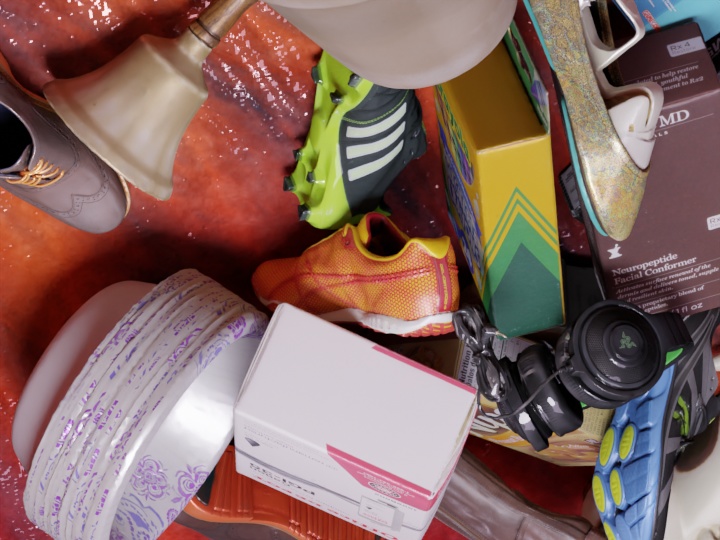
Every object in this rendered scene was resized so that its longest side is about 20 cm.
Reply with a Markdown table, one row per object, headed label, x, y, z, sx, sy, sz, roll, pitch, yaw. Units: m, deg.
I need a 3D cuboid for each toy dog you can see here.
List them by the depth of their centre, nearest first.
| label | x | y | z | sx | sy | sz | roll | pitch | yaw |
| --- | --- | --- | --- | --- | --- | --- | --- | --- | --- |
| toy dog | 0.265 | 0.174 | 1.921 | 0.199 | 0.140 | 0.194 | -27 | 121 | 7 |

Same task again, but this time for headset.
| label | x | y | z | sx | sy | sz | roll | pitch | yaw |
| --- | --- | --- | --- | --- | --- | --- | --- | --- | --- |
| headset | 0.132 | 0.056 | 1.648 | 0.123 | 0.094 | 0.200 | -33 | 166 | 33 |

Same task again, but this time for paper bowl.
| label | x | y | z | sx | sy | sz | roll | pitch | yaw |
| --- | --- | --- | --- | --- | --- | --- | --- | --- | --- |
| paper bowl | -0.153 | 0.088 | 1.683 | 0.201 | 0.104 | 0.201 | -52 | 167 | -18 |

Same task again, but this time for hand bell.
| label | x | y | z | sx | sy | sz | roll | pitch | yaw |
| --- | --- | --- | --- | --- | --- | --- | --- | --- | --- |
| hand bell | -0.091 | -0.151 | 1.552 | 0.200 | 0.104 | 0.104 | -48 | 130 | 9 |

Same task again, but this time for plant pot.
| label | x | y | z | sx | sy | sz | roll | pitch | yaw |
| --- | --- | --- | --- | --- | --- | --- | --- | --- | --- |
| plant pot | 0.013 | -0.201 | 1.457 | 0.199 | 0.201 | 0.174 | -25 | 144 | 6 |

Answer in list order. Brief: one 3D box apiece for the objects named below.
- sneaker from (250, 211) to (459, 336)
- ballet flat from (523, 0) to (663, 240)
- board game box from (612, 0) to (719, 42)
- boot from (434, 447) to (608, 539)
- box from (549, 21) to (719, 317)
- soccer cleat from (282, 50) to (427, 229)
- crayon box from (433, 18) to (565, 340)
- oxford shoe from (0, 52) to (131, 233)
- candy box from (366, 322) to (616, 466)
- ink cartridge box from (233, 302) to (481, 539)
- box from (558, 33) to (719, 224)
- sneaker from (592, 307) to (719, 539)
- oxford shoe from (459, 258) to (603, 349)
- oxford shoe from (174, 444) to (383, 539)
| label | x | y | z | sx | sy | sz | roll | pitch | yaw |
| --- | --- | --- | --- | --- | --- | --- | --- | --- | --- |
| sneaker | 0.000 | 0.000 | 1.666 | 0.073 | 0.199 | 0.078 | -3 | 93 | -39 |
| ballet flat | 0.146 | -0.119 | 1.529 | 0.070 | 0.071 | 0.201 | -18 | 93 | -1 |
| board game box | 0.232 | -0.236 | 1.586 | 0.199 | 0.047 | 0.151 | -33 | 133 | 13 |
| boot | 0.085 | 0.188 | 1.884 | 0.199 | 0.064 | 0.187 | 29 | 150 | 9 |
| box | 0.193 | -0.057 | 1.662 | 0.100 | 0.075 | 0.201 | -16 | 134 | 2 |
| soccer cleat | 0.009 | -0.106 | 1.630 | 0.081 | 0.068 | 0.201 | -7 | 141 | -25 |
| crayon box | 0.086 | -0.071 | 1.638 | 0.051 | 0.126 | 0.201 | -13 | 134 | -6 |
| oxford shoe | -0.211 | -0.071 | 1.576 | 0.071 | 0.073 | 0.200 | -36 | 133 | 15 |
| candy box | 0.110 | 0.088 | 1.803 | 0.199 | 0.056 | 0.115 | 20 | 163 | -33 |
| ink cartridge box | -0.005 | 0.109 | 1.707 | 0.146 | 0.083 | 0.200 | 23 | 164 | 5 |
| box | 0.269 | -0.077 | 1.748 | 0.193 | 0.048 | 0.200 | 29 | 119 | -34 |
| sneaker | 0.215 | 0.104 | 1.761 | 0.082 | 0.201 | 0.071 | 19 | 166 | -27 |
| oxford shoe | 0.153 | 0.036 | 1.816 | 0.199 | 0.072 | 0.071 | 22 | 151 | -35 |
| oxford shoe | -0.069 | 0.170 | 1.867 | 0.199 | 0.072 | 0.072 | 20 | 152 | -35 |
